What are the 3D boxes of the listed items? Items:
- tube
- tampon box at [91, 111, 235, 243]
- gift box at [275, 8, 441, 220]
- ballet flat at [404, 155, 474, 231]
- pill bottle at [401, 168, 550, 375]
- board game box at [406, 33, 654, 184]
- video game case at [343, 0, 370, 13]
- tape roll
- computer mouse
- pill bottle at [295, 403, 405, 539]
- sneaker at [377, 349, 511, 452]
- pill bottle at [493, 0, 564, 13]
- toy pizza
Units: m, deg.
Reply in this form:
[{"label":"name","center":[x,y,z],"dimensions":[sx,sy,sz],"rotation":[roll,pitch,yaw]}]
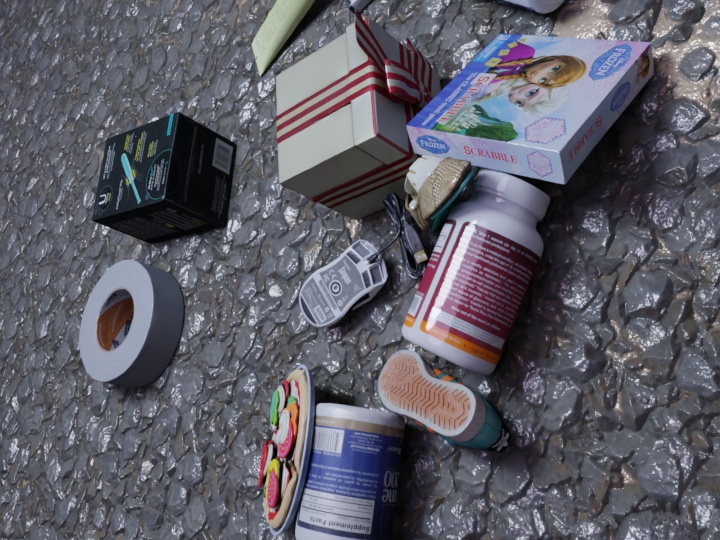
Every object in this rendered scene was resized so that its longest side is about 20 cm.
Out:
[{"label":"tube","center":[-0.120,-0.412,1.191],"dimensions":[0.200,0.052,0.058],"rotation":[-45,9,35]},{"label":"tampon box","center":[-0.324,-0.146,1.216],"dimensions":[0.197,0.125,0.153],"rotation":[-8,69,38]},{"label":"gift box","center":[0.005,-0.200,0.931],"dimensions":[0.184,0.183,0.205],"rotation":[-18,70,35]},{"label":"ballet flat","center":[0.078,-0.091,0.832],"dimensions":[0.065,0.200,0.071],"rotation":[42,80,4]},{"label":"pill bottle","center":[0.130,0.000,0.805],"dimensions":[0.112,0.112,0.203],"rotation":[23,90,41]},{"label":"board game box","center":[0.184,-0.187,0.810],"dimensions":[0.197,0.042,0.200],"rotation":[19,56,40]},{"label":"video game case","center":[0.016,-0.520,1.136],"dimensions":[0.180,0.025,0.202],"rotation":[-41,54,22]},{"label":"tape roll","center":[-0.380,0.088,1.222],"dimensions":[0.197,0.066,0.205],"rotation":[-14,66,34]},{"label":"computer mouse","center":[0.000,0.000,0.951],"dimensions":[0.199,0.044,0.111],"rotation":[-37,77,26]},{"label":"pill bottle","center":[-0.014,0.259,0.834],"dimensions":[0.109,0.110,0.205],"rotation":[-2,74,38]},{"label":"sneaker","center":[0.088,0.151,0.820],"dimensions":[0.072,0.080,0.199],"rotation":[-55,27,-5]},{"label":"pill bottle","center":[0.166,-0.393,0.917],"dimensions":[0.199,0.105,0.108],"rotation":[35,97,41]},{"label":"toy pizza","center":[-0.096,0.215,0.899],"dimensions":[0.200,0.031,0.205],"rotation":[-168,89,-76]}]
